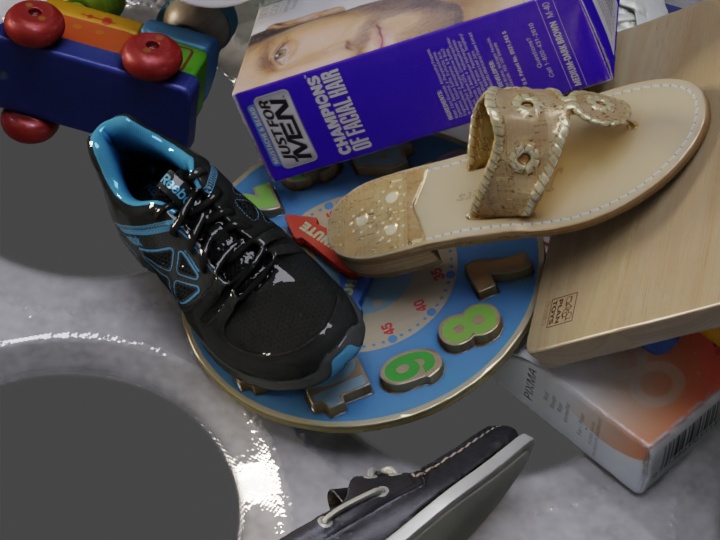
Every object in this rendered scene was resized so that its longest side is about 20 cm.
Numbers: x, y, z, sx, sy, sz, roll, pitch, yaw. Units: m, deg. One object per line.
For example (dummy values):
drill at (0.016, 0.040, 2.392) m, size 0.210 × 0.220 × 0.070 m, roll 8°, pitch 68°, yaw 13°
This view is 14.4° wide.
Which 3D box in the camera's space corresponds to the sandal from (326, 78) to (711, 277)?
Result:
sandal at (0.070, -0.059, 1.456) m, size 0.211 × 0.070 × 0.078 m, roll -20°, pitch 51°, yaw 18°

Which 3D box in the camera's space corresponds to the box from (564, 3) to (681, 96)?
box at (0.205, -0.099, 1.648) m, size 0.200 × 0.032 × 0.121 m, roll 17°, pitch 44°, yaw 8°

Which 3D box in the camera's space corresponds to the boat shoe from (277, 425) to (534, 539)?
boat shoe at (0.003, 0.133, 1.426) m, size 0.200 × 0.074 × 0.060 m, roll -39°, pitch 67°, yaw -21°

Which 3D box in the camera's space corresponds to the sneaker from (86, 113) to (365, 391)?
sneaker at (-0.078, -0.008, 1.489) m, size 0.073 × 0.082 × 0.200 m, roll -44°, pitch 53°, yaw -12°

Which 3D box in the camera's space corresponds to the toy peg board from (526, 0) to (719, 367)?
toy peg board at (0.206, -0.039, 1.470) m, size 0.098 × 0.199 × 0.200 m, roll 34°, pitch 57°, yaw -31°

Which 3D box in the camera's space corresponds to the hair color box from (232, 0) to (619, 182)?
hair color box at (0.038, -0.125, 1.556) m, size 0.200 × 0.065 × 0.109 m, roll -18°, pitch 27°, yaw 17°

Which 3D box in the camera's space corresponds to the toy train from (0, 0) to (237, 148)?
toy train at (-0.175, -0.136, 1.633) m, size 0.200 × 0.085 × 0.116 m, roll 16°, pitch 41°, yaw 9°

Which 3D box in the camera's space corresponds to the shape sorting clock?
shape sorting clock at (0.000, 0.000, 1.532) m, size 0.200 × 0.039 × 0.200 m, roll -8°, pitch 55°, yaw 11°

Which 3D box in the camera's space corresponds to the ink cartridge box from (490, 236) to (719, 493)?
ink cartridge box at (0.133, 0.008, 1.552) m, size 0.200 × 0.050 × 0.162 m, roll 40°, pitch 58°, yaw 22°

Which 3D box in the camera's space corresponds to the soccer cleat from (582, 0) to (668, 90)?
soccer cleat at (0.135, -0.163, 1.620) m, size 0.070 × 0.086 × 0.200 m, roll -9°, pitch 46°, yaw -17°

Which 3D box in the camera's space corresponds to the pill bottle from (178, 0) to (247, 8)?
pill bottle at (-0.086, -0.228, 1.644) m, size 0.115 × 0.116 × 0.200 m, roll 0°, pitch 25°, yaw -4°
